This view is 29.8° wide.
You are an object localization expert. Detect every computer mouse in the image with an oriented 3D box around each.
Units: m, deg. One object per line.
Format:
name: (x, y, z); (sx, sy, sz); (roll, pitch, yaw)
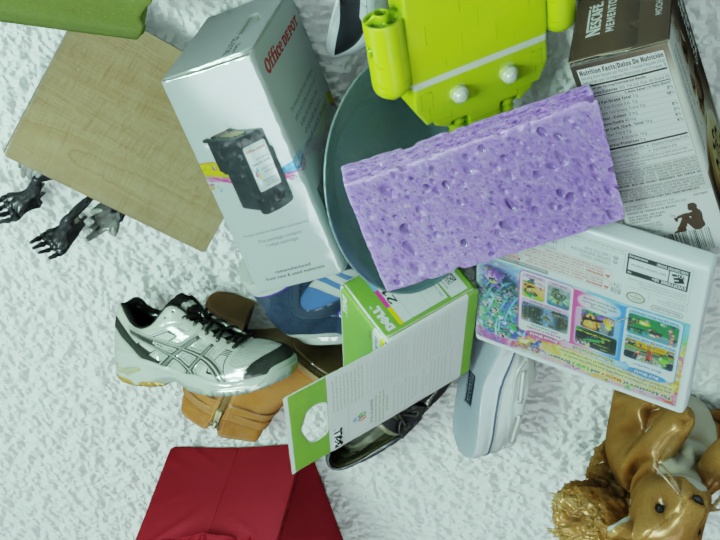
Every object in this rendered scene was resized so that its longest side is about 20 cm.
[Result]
computer mouse: (0.016, -0.243, 1.045); (0.044, 0.110, 0.201); (21, 140, 5)

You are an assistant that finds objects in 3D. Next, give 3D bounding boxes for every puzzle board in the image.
puzzle board: (-0.186, -0.122, 1.175); (0.199, 0.017, 0.151); (27, 100, -25)

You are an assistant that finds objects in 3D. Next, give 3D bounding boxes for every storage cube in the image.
storage cube: (-0.131, 0.314, 1.478); (0.170, 0.180, 0.201); (-5, 129, 17)

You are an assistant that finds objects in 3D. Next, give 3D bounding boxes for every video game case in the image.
video game case: (0.190, 0.024, 1.141); (0.199, 0.024, 0.183); (20, 141, 21)

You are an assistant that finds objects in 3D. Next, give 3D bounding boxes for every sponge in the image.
sponge: (0.095, -0.060, 1.037); (0.199, 0.030, 0.112); (-18, 125, 9)

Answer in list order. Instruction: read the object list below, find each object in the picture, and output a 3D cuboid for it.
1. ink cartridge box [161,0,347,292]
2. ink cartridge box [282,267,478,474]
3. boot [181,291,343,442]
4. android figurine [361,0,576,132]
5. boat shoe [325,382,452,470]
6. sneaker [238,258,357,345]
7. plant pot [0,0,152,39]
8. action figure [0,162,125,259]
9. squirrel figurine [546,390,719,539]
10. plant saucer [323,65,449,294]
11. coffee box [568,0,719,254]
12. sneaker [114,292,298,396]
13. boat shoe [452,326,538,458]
ink cartridge box: (-0.072, -0.108, 1.119); (0.082, 0.146, 0.201); (-14, 117, 19)
ink cartridge box: (0.002, 0.076, 1.220); (0.199, 0.076, 0.148); (-28, 150, -17)
boot: (-0.090, 0.124, 1.370); (0.199, 0.077, 0.156); (21, 125, 3)
android figurine: (0.086, -0.189, 1.051); (0.181, 0.041, 0.201); (-22, 132, -15)
boat shoe: (0.031, 0.140, 1.369); (0.072, 0.065, 0.200); (37, 127, -15)
sneaker: (0.000, 0.000, 1.267); (0.199, 0.081, 0.146); (-26, 137, 17)
plant pot: (-0.245, -0.264, 1.045); (0.189, 0.201, 0.201); (14, 132, -15)
action figure: (-0.252, -0.083, 1.233); (0.119, 0.102, 0.200); (46, 127, -9)
squirrel figurine: (0.276, 0.214, 1.289); (0.141, 0.187, 0.200); (33, 129, -14)
plant saucer: (0.031, -0.083, 1.122); (0.039, 0.201, 0.202); (9, 138, 45)
coffee box: (0.235, -0.119, 1.074); (0.079, 0.113, 0.201); (-11, 125, 24)
sneaker: (-0.155, 0.067, 1.294); (0.199, 0.076, 0.088); (2, 105, 23)
boat shoe: (0.137, 0.091, 1.310); (0.065, 0.074, 0.201); (-6, 127, -24)
